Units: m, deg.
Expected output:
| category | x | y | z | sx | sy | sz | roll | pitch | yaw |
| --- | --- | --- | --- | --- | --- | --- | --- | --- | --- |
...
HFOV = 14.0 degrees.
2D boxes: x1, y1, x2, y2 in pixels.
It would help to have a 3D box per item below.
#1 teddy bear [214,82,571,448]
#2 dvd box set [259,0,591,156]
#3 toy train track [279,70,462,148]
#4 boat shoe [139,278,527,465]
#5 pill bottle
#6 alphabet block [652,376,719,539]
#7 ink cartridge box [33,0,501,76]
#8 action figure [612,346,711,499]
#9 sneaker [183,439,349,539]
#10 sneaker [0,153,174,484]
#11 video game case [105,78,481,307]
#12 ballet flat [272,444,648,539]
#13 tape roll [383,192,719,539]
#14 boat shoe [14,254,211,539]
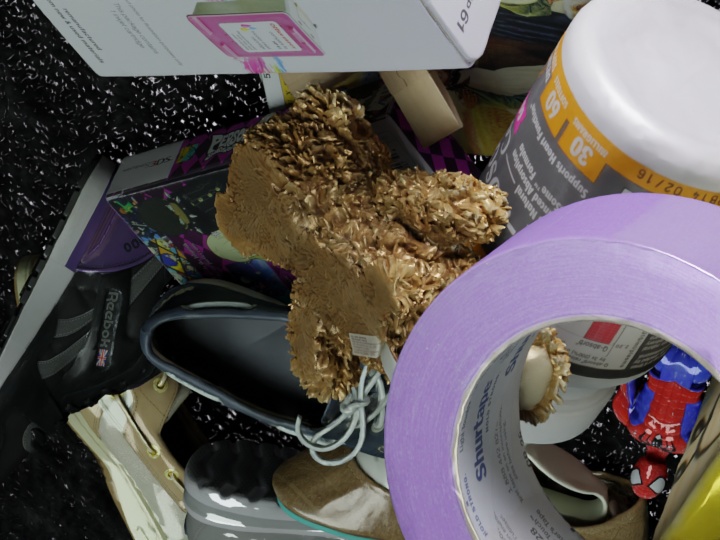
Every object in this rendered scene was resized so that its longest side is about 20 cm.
| category | x | y | z | sx | sy | sz | roll | pitch | yaw |
| --- | --- | --- | --- | --- | --- | --- | --- | --- | --- |
| teddy bear | 0.020 | 0.009 | 1.307 | 0.200 | 0.067 | 0.146 | 35 | 130 | 36 |
| dvd box set | 0.041 | -0.121 | 1.374 | 0.199 | 0.029 | 0.147 | 6 | 129 | 22 |
| toy train track | 0.047 | -0.131 | 1.321 | 0.199 | 0.033 | 0.115 | -28 | 94 | 32 |
| boat shoe | -0.012 | 0.053 | 1.441 | 0.199 | 0.062 | 0.075 | 21 | 105 | 6 |
| pill bottle | 0.107 | -0.020 | 1.321 | 0.116 | 0.117 | 0.200 | 31 | 130 | 1 |
| alphabet block | 0.262 | 0.070 | 1.271 | 0.196 | 0.200 | 0.196 | 30 | 119 | 2 |
| ink cartridge box | -0.030 | -0.165 | 1.275 | 0.199 | 0.145 | 0.085 | 2 | 150 | 31 |
| action figure | 0.158 | 0.038 | 1.434 | 0.065 | 0.052 | 0.201 | 16 | 134 | 8 |
| sneaker | 0.000 | 0.148 | 1.566 | 0.199 | 0.075 | 0.082 | 14 | 124 | 1 |
| sneaker | -0.145 | 0.048 | 1.516 | 0.087 | 0.076 | 0.201 | 27 | 92 | -6 |
| video game case | 0.000 | 0.000 | 1.465 | 0.180 | 0.036 | 0.200 | -15 | 130 | 35 |
| ballet flat | 0.057 | 0.109 | 1.505 | 0.199 | 0.068 | 0.073 | 15 | 131 | -7 |
| tape roll | 0.111 | 0.074 | 1.177 | 0.199 | 0.066 | 0.202 | 10 | 112 | 26 |
| boat shoe | -0.119 | 0.071 | 1.593 | 0.066 | 0.074 | 0.201 | -23 | 108 | 16 |
